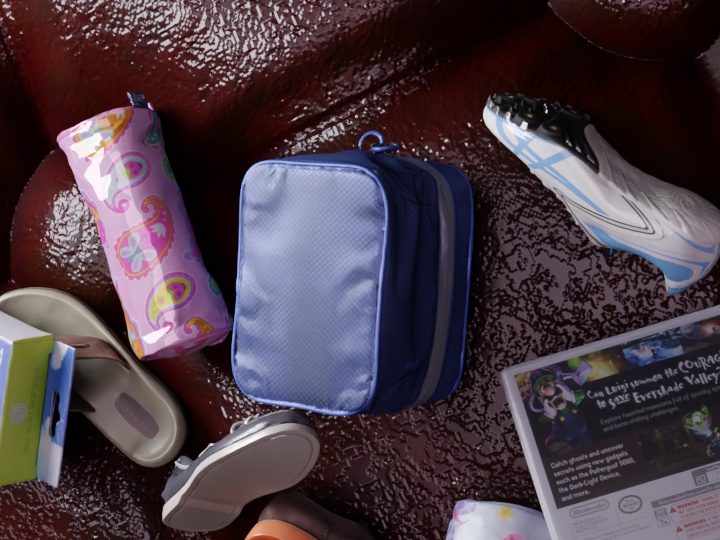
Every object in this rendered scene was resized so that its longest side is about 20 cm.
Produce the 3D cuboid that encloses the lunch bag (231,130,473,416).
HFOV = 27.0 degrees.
[{"bbox_3d":[0.000,0.000,1.076,0.136,0.132,0.200,9,97,35],"label":"lunch bag"}]

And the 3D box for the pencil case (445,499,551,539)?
[{"bbox_3d":[0.087,0.260,1.040,0.091,0.083,0.200,19,69,-12],"label":"pencil case"}]

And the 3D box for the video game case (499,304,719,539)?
[{"bbox_3d":[0.215,0.125,1.004,0.200,0.023,0.182,-16,74,-1],"label":"video game case"}]

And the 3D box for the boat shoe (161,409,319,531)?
[{"bbox_3d":[-0.093,0.135,1.112,0.200,0.073,0.063,-42,40,49],"label":"boat shoe"}]

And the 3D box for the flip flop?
[{"bbox_3d":[-0.224,0.085,1.199,0.200,0.058,0.081,40,105,14],"label":"flip flop"}]

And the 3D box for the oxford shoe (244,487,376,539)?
[{"bbox_3d":[0.012,0.230,1.114,0.200,0.073,0.071,36,130,-5],"label":"oxford shoe"}]

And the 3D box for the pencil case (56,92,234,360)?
[{"bbox_3d":[-0.164,-0.031,1.160,0.087,0.087,0.200,-22,84,20],"label":"pencil case"}]

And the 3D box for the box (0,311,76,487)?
[{"bbox_3d":[-0.312,0.088,1.199,0.200,0.048,0.122,21,107,38],"label":"box"}]

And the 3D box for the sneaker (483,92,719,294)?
[{"bbox_3d":[0.161,-0.057,1.047,0.200,0.072,0.073,38,125,21],"label":"sneaker"}]
